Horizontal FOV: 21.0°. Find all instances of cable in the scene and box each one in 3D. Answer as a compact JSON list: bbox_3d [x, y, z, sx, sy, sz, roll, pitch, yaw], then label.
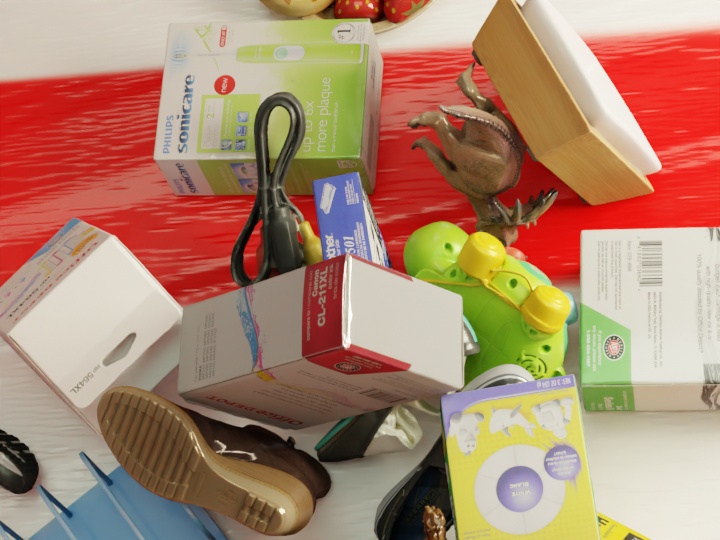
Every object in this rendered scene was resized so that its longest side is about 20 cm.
[{"bbox_3d":[-0.077,-0.061,1.779,0.096,0.050,0.202,-4,97,21],"label":"cable"}]

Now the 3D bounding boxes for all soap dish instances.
[{"bbox_3d":[0.183,-0.148,1.737,0.081,0.200,0.158,-34,66,14],"label":"soap dish"}]

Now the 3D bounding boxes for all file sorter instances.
[{"bbox_3d":[-0.232,0.246,1.685,0.199,0.123,0.139,-38,67,-7],"label":"file sorter"}]

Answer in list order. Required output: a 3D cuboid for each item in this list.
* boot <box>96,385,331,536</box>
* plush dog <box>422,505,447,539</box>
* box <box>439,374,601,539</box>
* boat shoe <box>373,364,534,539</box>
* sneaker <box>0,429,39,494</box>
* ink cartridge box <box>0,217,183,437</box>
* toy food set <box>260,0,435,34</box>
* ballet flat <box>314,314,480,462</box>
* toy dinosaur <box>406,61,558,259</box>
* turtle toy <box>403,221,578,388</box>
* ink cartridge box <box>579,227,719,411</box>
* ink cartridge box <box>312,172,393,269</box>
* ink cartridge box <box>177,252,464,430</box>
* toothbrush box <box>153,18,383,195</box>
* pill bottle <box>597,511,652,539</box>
[{"bbox_3d":[-0.123,0.156,1.667,0.199,0.166,0.073,34,101,5],"label":"boot"},{"bbox_3d":[-0.003,0.275,1.593,0.170,0.200,0.162,-4,93,28],"label":"plush dog"},{"bbox_3d":[0.132,0.192,1.563,0.116,0.048,0.202,-10,67,6],"label":"box"},{"bbox_3d":[0.081,0.169,1.650,0.070,0.066,0.200,39,104,-14],"label":"boat shoe"},{"bbox_3d":[-0.382,0.166,1.782,0.199,0.074,0.081,23,88,23],"label":"sneaker"},{"bbox_3d":[-0.236,0.047,1.708,0.129,0.200,0.125,-45,107,-10],"label":"ink cartridge box"},{"bbox_3d":[0.000,-0.323,1.915,0.198,0.049,0.199,18,72,17],"label":"toy food set"},{"bbox_3d":[0.034,0.114,1.683,0.068,0.068,0.200,42,120,7],"label":"ballet flat"},{"bbox_3d":[0.116,-0.094,1.719,0.086,0.200,0.136,-37,70,-11],"label":"toy dinosaur"},{"bbox_3d":[0.110,0.033,1.715,0.200,0.101,0.146,41,120,21],"label":"turtle toy"},{"bbox_3d":[0.291,0.044,1.693,0.198,0.084,0.147,0,68,10],"label":"ink cartridge box"},{"bbox_3d":[0.000,0.000,1.700,0.044,0.200,0.095,-11,66,5],"label":"ink cartridge box"},{"bbox_3d":[-0.035,0.063,1.610,0.199,0.145,0.084,-17,64,40],"label":"ink cartridge box"},{"bbox_3d":[-0.084,-0.153,1.841,0.198,0.086,0.147,0,68,12],"label":"toothbrush box"},{"bbox_3d":[0.195,0.261,1.609,0.199,0.111,0.112,26,75,18],"label":"pill bottle"}]
